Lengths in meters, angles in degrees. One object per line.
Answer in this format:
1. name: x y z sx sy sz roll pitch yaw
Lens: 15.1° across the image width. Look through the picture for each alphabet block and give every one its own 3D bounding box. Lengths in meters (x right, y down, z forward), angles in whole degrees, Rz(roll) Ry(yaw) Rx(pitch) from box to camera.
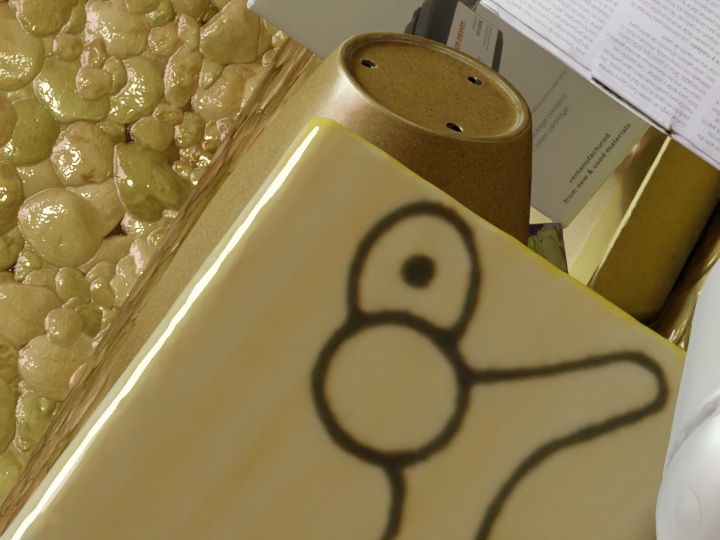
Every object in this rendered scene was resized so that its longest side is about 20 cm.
1. alphabet block: -0.002 0.100 1.000 0.200 0.195 0.196 -53 -6 -20

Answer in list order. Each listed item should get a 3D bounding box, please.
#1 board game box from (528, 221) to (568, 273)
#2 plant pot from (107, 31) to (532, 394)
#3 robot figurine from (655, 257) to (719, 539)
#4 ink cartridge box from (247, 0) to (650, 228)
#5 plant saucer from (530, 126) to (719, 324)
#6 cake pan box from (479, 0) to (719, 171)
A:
1. board game box: 0.058 0.052 1.358 0.200 0.032 0.121 152 115 -68
2. plant pot: 0.000 0.000 1.242 0.187 0.186 0.200 -74 5 -60
3. robot figurine: 0.154 0.054 0.851 0.170 0.113 0.200 -49 12 36
4. ink cartridge box: 0.050 -0.131 1.398 0.084 0.200 0.145 -51 11 22
5. plant saucer: 0.134 -0.031 1.401 0.200 0.048 0.200 -59 10 -20
6. cake pan box: 0.174 -0.142 1.190 0.184 0.200 0.052 -55 -29 4
